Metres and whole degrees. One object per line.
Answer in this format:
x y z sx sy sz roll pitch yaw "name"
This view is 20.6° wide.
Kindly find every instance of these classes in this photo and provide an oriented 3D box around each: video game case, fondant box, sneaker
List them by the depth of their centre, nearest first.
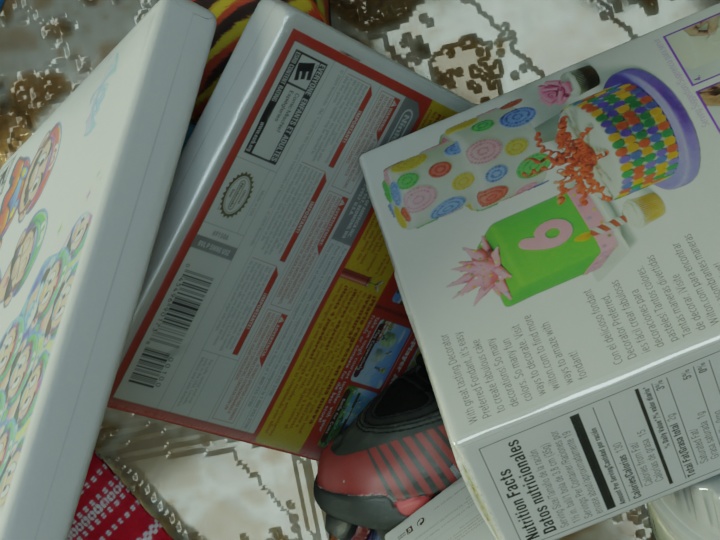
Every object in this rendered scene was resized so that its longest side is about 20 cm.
0.111 -0.014 0.624 0.199 0.145 0.058 -22 130 4 "fondant box"
-0.115 0.027 0.665 0.024 0.182 0.201 23 65 -20 "video game case"
0.000 0.000 0.709 0.017 0.200 0.144 33 97 40 "video game case"
0.063 0.023 0.723 0.200 0.071 0.098 -28 113 -13 "sneaker"

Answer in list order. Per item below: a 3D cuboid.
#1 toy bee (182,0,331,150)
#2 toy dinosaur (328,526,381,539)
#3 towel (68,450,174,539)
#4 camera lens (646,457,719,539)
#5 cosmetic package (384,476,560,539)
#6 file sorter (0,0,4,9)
-0.047 -0.041 0.756 0.108 0.200 0.132 17 57 -18 "toy bee"
0.036 0.176 0.774 0.199 0.105 0.183 9 92 -28 "toy dinosaur"
-0.154 0.094 0.757 0.200 0.145 0.022 49 136 2 "towel"
0.187 0.097 0.669 0.159 0.160 0.201 -20 125 7 "camera lens"
0.089 0.161 0.704 0.051 0.083 0.200 -37 123 6 "cosmetic package"
-0.214 -0.128 0.715 0.122 0.200 0.139 27 96 8 "file sorter"
